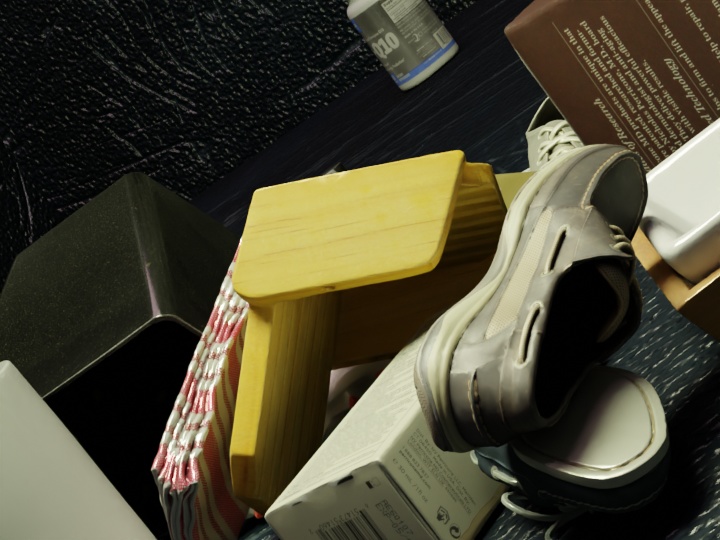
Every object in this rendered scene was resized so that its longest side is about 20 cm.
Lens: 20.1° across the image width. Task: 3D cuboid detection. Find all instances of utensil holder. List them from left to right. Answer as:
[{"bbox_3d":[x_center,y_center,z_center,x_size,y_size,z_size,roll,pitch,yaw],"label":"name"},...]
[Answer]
[{"bbox_3d":[-0.225,0.184,1.301,0.169,0.201,0.170,-36,10,7],"label":"utensil holder"}]

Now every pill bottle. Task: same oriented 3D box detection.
[{"bbox_3d":[0.050,-0.385,3.107,0.113,0.201,0.114,-36,9,6],"label":"pill bottle"}]

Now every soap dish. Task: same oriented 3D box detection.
[{"bbox_3d":[0.218,-0.034,1.037,0.157,0.081,0.200,-37,9,7],"label":"soap dish"}]

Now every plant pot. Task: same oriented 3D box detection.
[{"bbox_3d":[-0.161,0.052,1.501,0.199,0.199,0.179,-34,48,23],"label":"plant pot"}]

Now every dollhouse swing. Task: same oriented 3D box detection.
[{"bbox_3d":[0.013,0.052,1.258,0.180,0.178,0.200,-10,-18,7],"label":"dollhouse swing"}]

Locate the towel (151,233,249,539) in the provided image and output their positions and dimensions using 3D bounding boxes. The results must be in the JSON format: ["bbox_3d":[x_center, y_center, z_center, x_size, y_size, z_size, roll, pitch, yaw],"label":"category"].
[{"bbox_3d":[-0.077,0.094,1.270,0.030,0.147,0.201,8,51,14],"label":"towel"}]

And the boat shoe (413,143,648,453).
[{"bbox_3d":[0.100,0.014,0.961,0.073,0.075,0.201,2,42,36],"label":"boat shoe"}]

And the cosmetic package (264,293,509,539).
[{"bbox_3d":[0.044,0.089,1.128,0.103,0.073,0.200,-30,11,44],"label":"cosmetic package"}]

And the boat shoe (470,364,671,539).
[{"bbox_3d":[0.094,0.085,0.973,0.074,0.062,0.200,-25,17,-19],"label":"boat shoe"}]

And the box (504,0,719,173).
[{"bbox_3d":[0.241,-0.170,1.363,0.166,0.165,0.199,-44,11,-35],"label":"box"}]

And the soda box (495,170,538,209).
[{"bbox_3d":[0.061,-0.022,1.430,0.198,0.068,0.064,-3,29,36],"label":"soda box"}]

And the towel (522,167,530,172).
[{"bbox_3d":[0.099,-0.027,1.630,0.192,0.035,0.199,-44,11,-33],"label":"towel"}]

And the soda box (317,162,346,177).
[{"bbox_3d":[-0.066,-0.041,2.265,0.071,0.064,0.200,-31,12,36],"label":"soda box"}]

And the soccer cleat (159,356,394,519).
[{"bbox_3d":[-0.050,0.109,1.401,0.199,0.070,0.078,-31,29,0],"label":"soccer cleat"}]

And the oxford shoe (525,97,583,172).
[{"bbox_3d":[0.154,-0.077,1.516,0.075,0.058,0.201,-20,26,16],"label":"oxford shoe"}]
